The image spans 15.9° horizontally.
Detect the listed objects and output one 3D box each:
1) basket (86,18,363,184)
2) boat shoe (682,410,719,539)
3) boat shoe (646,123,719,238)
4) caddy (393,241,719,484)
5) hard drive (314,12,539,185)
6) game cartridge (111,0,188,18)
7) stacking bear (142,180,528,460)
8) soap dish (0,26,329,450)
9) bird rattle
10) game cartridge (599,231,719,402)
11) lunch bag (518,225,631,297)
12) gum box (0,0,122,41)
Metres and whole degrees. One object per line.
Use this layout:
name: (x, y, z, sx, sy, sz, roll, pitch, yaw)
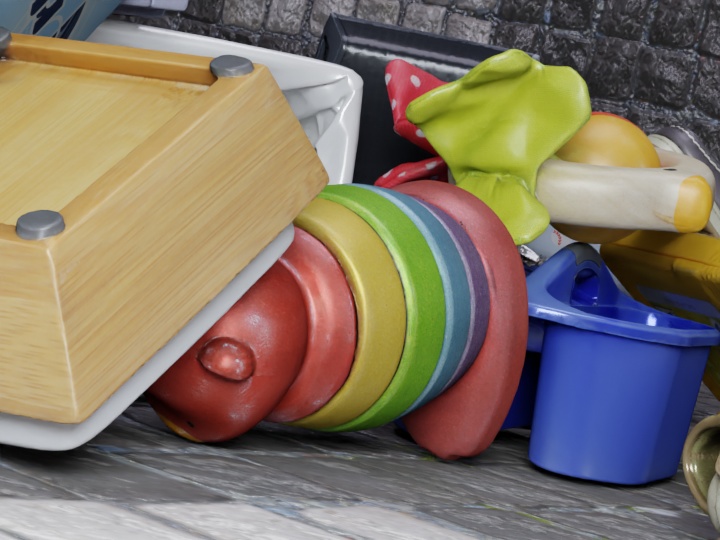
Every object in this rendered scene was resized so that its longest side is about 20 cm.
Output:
basket: (-0.115, -0.055, 1.355, 0.199, 0.136, 0.123, 10, -1, -17)
boat shoe: (0.168, 0.092, 1.002, 0.066, 0.074, 0.200, -1, 2, -2)
boat shoe: (0.219, -0.008, 1.368, 0.200, 0.065, 0.072, 50, -7, -19)
caddy: (0.097, 0.037, 1.265, 0.141, 0.106, 0.200, 14, 3, 18)
hard drive: (0.022, -0.032, 1.435, 0.134, 0.201, 0.042, 12, 15, 1)
game cartridge: (-0.182, -0.151, 1.299, 0.129, 0.039, 0.200, 9, 3, -31)
stacking bear: (-0.024, 0.022, 1.082, 0.121, 0.114, 0.200, 37, 23, 26)
soap dish: (-0.124, -0.020, 0.947, 0.157, 0.082, 0.200, 9, 30, 23)
bird rattle: (0.088, -0.041, 1.241, 0.162, 0.113, 0.200, 8, 1, -2)
game cartridge: (0.214, 0.053, 1.331, 0.176, 0.032, 0.200, 49, -5, -12)
lunch bag: (0.138, 0.015, 1.654, 0.160, 0.076, 0.200, 17, -18, 36)
gum box: (-0.151, -0.121, 1.086, 0.044, 0.200, 0.170, 35, -33, 6)
